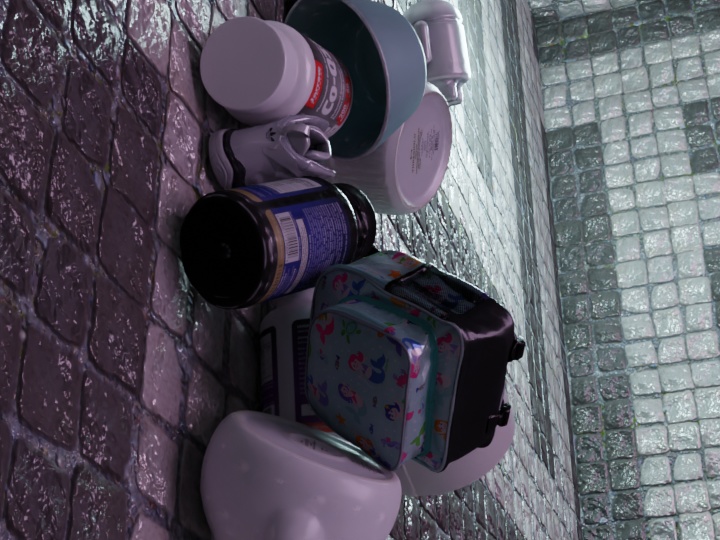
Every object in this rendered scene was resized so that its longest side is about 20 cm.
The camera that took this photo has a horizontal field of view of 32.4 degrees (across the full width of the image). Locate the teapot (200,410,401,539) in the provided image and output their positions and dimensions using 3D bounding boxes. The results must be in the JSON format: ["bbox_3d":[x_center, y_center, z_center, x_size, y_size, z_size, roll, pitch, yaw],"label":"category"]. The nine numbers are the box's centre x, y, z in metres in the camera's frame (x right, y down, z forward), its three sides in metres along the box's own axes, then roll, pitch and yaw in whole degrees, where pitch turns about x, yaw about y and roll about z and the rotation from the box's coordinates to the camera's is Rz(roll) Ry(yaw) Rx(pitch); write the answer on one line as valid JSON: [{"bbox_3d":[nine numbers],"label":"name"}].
[{"bbox_3d":[-0.066,0.223,1.123,0.200,0.197,0.147,18,94,-51],"label":"teapot"}]

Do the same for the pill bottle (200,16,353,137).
[{"bbox_3d":[-0.089,-0.205,1.344,0.200,0.113,0.115,6,75,-73],"label":"pill bottle"}]

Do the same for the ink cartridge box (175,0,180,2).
[{"bbox_3d":[-0.183,-0.379,1.212,0.116,0.067,0.201,18,64,-71],"label":"ink cartridge box"}]

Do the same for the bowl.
[{"bbox_3d":[0.003,-0.241,1.482,0.105,0.200,0.202,-22,105,-36],"label":"bowl"}]

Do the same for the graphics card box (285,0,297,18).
[{"bbox_3d":[-0.042,-0.278,1.649,0.200,0.051,0.126,55,30,-52],"label":"graphics card box"}]

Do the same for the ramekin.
[{"bbox_3d":[0.041,-0.168,1.641,0.200,0.105,0.201,-32,129,-52],"label":"ramekin"}]

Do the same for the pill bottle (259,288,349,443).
[{"bbox_3d":[-0.050,0.099,1.304,0.111,0.111,0.201,42,42,-64],"label":"pill bottle"}]

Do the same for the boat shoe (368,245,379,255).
[{"bbox_3d":[0.000,0.000,1.606,0.200,0.067,0.072,57,26,-56],"label":"boat shoe"}]

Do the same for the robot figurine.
[{"bbox_3d":[0.129,-0.386,2.163,0.170,0.112,0.201,2,78,-74],"label":"robot figurine"}]

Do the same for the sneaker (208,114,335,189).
[{"bbox_3d":[-0.074,-0.101,1.326,0.200,0.114,0.076,45,34,-62],"label":"sneaker"}]

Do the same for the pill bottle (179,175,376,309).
[{"bbox_3d":[-0.073,-0.033,1.213,0.200,0.111,0.113,-15,96,-54],"label":"pill bottle"}]

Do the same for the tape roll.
[{"bbox_3d":[0.081,0.161,1.546,0.203,0.201,0.140,-78,152,-51],"label":"tape roll"}]

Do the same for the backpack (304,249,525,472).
[{"bbox_3d":[0.031,0.080,1.169,0.150,0.200,0.179,-16,125,-35],"label":"backpack"}]
